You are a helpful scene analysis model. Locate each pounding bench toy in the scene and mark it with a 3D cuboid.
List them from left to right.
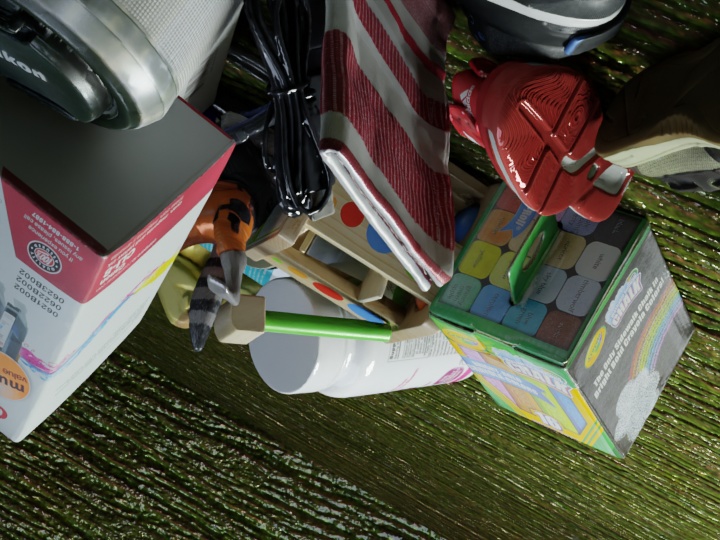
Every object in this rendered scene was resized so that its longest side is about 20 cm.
[{"bbox_3d":[0.000,0.000,1.071,0.155,0.201,0.124,33,166,-12],"label":"pounding bench toy"}]

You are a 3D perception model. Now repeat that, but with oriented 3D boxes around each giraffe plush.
[{"bbox_3d":[-0.143,-0.029,1.447,0.199,0.174,0.162,19,-176,13],"label":"giraffe plush"}]

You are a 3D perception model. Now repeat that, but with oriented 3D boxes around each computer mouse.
[{"bbox_3d":[-0.006,-0.123,0.820,0.052,0.200,0.139,-3,112,18],"label":"computer mouse"}]

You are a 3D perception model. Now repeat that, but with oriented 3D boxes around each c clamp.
[{"bbox_3d":[-0.112,-0.154,1.179,0.170,0.027,0.200,36,165,-8],"label":"c clamp"}]

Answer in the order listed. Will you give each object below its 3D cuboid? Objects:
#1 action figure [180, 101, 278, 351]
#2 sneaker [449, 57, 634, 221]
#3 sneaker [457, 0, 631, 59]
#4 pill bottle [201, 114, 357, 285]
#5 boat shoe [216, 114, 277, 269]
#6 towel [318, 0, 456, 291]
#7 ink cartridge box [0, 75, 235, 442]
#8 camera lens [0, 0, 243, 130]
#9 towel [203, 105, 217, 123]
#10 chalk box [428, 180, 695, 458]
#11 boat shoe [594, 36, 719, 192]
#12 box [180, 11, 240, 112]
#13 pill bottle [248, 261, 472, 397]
[{"bbox_3d":[-0.120,-0.041,1.049,0.199,0.194,0.105,-13,125,40],"label":"action figure"},{"bbox_3d":[0.082,-0.086,0.823,0.115,0.079,0.200,29,180,28],"label":"sneaker"},{"bbox_3d":[0.042,-0.164,0.721,0.199,0.073,0.112,29,163,13],"label":"sneaker"},{"bbox_3d":[-0.087,-0.050,1.294,0.199,0.111,0.111,33,166,3],"label":"pill bottle"},{"bbox_3d":[-0.111,-0.075,1.184,0.202,0.074,0.063,50,-175,28],"label":"boat shoe"},{"bbox_3d":[0.017,-0.108,0.761,0.023,0.201,0.144,-12,146,22],"label":"towel"},{"bbox_3d":[-0.200,-0.026,0.875,0.145,0.145,0.200,37,134,3],"label":"ink cartridge box"},{"bbox_3d":[-0.127,-0.189,0.755,0.159,0.201,0.160,31,166,9],"label":"camera lens"},{"bbox_3d":[-0.222,-0.150,1.084,0.148,0.199,0.050,55,139,28],"label":"towel"},{"bbox_3d":[0.140,0.023,1.016,0.123,0.125,0.200,22,160,37],"label":"chalk box"},{"bbox_3d":[0.194,-0.078,0.704,0.065,0.074,0.200,27,172,-19],"label":"boat shoe"},{"bbox_3d":[-0.196,-0.192,1.010,0.199,0.098,0.125,32,136,6],"label":"box"},{"bbox_3d":[0.010,0.048,1.214,0.199,0.114,0.113,-3,-166,-42],"label":"pill bottle"}]
